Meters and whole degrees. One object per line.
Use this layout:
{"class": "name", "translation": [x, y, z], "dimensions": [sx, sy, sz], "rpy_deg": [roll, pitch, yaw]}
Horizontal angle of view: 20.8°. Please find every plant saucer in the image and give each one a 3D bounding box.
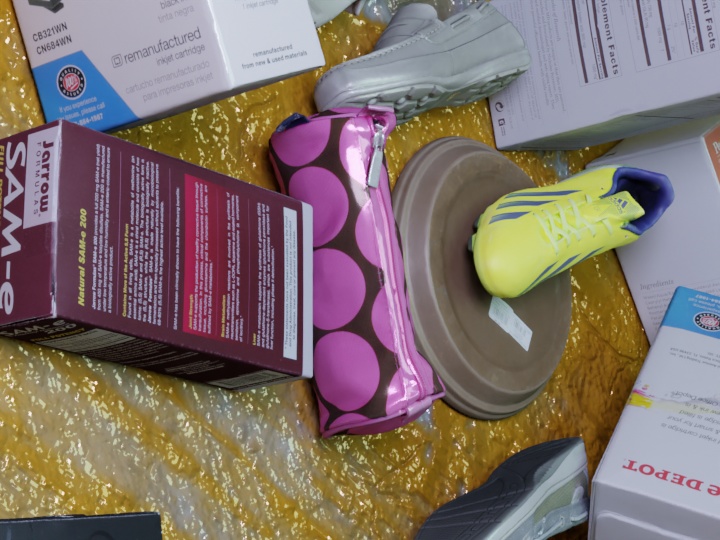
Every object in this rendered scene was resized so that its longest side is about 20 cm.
{"class": "plant saucer", "translation": [0.089, 0.003, 1.357], "dimensions": [0.200, 0.029, 0.200], "rpy_deg": [17, 68, -48]}

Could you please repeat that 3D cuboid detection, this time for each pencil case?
{"class": "pencil case", "translation": [0.000, 0.000, 1.197], "dimensions": [0.091, 0.094, 0.200], "rpy_deg": [-11, 89, -47]}

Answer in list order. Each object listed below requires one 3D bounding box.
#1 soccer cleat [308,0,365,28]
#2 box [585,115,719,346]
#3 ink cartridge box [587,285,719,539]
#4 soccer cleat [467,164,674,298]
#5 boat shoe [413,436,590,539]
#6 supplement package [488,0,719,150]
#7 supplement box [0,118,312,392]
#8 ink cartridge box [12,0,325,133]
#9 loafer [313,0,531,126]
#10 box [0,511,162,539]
{"class": "soccer cleat", "translation": [-0.058, -0.172, 1.197], "dimensions": [0.200, 0.069, 0.078], "rpy_deg": [-21, 128, -44]}
{"class": "box", "translation": [0.285, -0.027, 1.543], "dimensions": [0.152, 0.106, 0.200], "rpy_deg": [-36, 108, -49]}
{"class": "ink cartridge box", "translation": [0.259, 0.143, 1.394], "dimensions": [0.146, 0.147, 0.200], "rpy_deg": [88, 24, -45]}
{"class": "soccer cleat", "translation": [0.146, -0.034, 1.348], "dimensions": [0.200, 0.084, 0.065], "rpy_deg": [-26, 101, -51]}
{"class": "boat shoe", "translation": [0.100, 0.171, 1.292], "dimensions": [0.202, 0.074, 0.065], "rpy_deg": [-31, 103, -58]}
{"class": "supplement package", "translation": [0.199, -0.158, 1.398], "dimensions": [0.114, 0.200, 0.110], "rpy_deg": [-4, 84, -52]}
{"class": "supplement box", "translation": [-0.112, -0.003, 1.086], "dimensions": [0.200, 0.061, 0.109], "rpy_deg": [19, 65, -48]}
{"class": "ink cartridge box", "translation": [-0.121, -0.183, 1.057], "dimensions": [0.084, 0.146, 0.200], "rpy_deg": [-21, 96, -49]}
{"class": "loafer", "translation": [0.035, -0.140, 1.306], "dimensions": [0.200, 0.070, 0.070], "rpy_deg": [-19, 78, -50]}
{"class": "box", "translation": [-0.173, 0.216, 0.881], "dimensions": [0.124, 0.148, 0.200], "rpy_deg": [5, 77, -51]}
